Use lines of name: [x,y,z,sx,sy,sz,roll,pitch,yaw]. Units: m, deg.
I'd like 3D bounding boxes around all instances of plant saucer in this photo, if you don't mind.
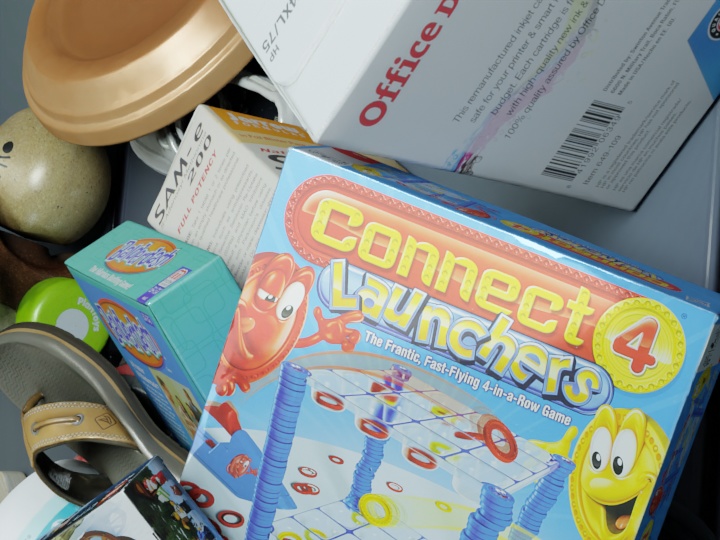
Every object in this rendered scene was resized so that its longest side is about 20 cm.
plant saucer: [-0.123,-0.162,1.223,0.200,0.037,0.200,-23,44,24]

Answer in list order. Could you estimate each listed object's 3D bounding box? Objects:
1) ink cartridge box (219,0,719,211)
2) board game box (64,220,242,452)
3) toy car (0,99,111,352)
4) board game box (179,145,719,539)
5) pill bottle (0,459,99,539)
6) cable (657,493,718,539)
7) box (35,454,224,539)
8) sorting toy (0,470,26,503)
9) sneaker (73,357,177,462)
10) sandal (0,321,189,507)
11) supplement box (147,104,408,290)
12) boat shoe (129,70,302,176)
ink cartridge box: [0.060,-0.139,0.943,0.147,0.200,0.146,-56,46,26]
board game box: [-0.061,0.075,1.044,0.200,0.045,0.152,60,165,-19]
toy car: [-0.220,-0.055,1.311,0.164,0.158,0.200,9,79,59]
board game box: [0.034,0.071,0.895,0.200,0.056,0.196,22,101,18]
pill bottle: [-0.107,0.193,1.115,0.200,0.111,0.111,31,108,21]
cable: [0.069,0.168,0.949,0.200,0.051,0.163,-44,71,3]
box: [-0.121,0.187,0.922,0.200,0.038,0.137,-36,94,28]
sorting toy: [-0.270,0.264,1.355,0.199,0.070,0.200,-47,50,33]
sneaker: [-0.121,0.095,1.212,0.098,0.071,0.200,-56,-4,-38]
sandal: [-0.138,0.099,1.087,0.200,0.055,0.082,43,145,26]
supplement box: [0.000,0.000,1.045,0.200,0.126,0.074,43,115,44]
boat shoe: [-0.084,-0.083,1.206,0.200,0.066,0.072,14,94,50]
